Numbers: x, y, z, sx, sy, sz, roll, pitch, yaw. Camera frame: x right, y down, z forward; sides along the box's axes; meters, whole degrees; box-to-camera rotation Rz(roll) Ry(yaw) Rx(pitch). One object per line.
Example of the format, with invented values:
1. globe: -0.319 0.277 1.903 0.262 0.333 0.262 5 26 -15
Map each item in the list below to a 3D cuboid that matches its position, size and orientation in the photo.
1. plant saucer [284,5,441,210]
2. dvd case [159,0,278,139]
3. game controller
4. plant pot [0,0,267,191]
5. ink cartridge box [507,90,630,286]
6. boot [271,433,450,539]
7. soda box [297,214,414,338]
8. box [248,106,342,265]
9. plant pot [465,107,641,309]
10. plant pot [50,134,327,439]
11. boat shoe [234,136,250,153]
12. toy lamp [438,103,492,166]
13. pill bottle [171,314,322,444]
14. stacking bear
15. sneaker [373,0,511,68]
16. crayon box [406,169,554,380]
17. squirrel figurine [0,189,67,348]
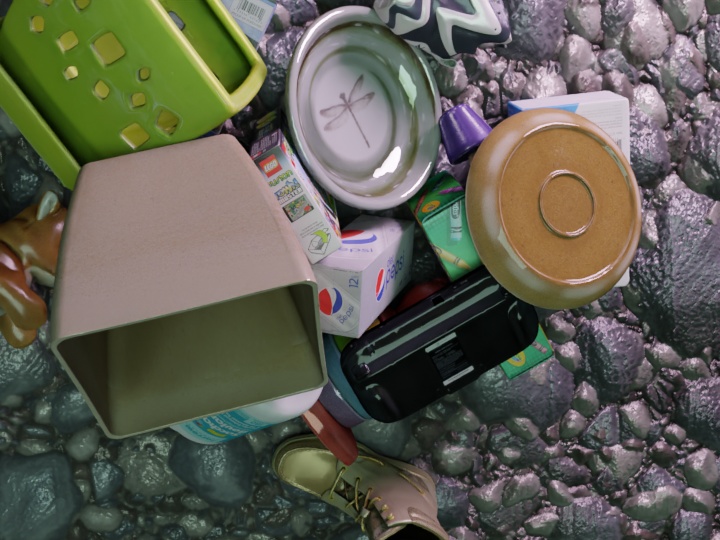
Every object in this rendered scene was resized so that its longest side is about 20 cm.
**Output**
1. plant saucer: -0.004 -0.158 1.033 0.199 0.050 0.202 3 85 -39
2. dvd case: -0.187 -0.213 1.042 0.142 0.018 0.201 24 103 -12
3. game controller: 0.081 0.074 1.027 0.199 0.042 0.105 -29 123 1
4. plant pot: -0.221 -0.192 0.936 0.181 0.200 0.200 -33 105 14
5. ink cartridge box: 0.222 -0.082 1.101 0.115 0.068 0.202 -6 107 -4
6. boot: 0.001 0.255 1.133 0.199 0.156 0.073 21 104 -12
7. soda box: 0.000 0.000 1.030 0.063 0.200 0.069 8 108 15
8. box: -0.064 -0.087 0.998 0.035 0.200 0.110 -30 108 6
9. plant pot: 0.197 -0.063 1.009 0.198 0.027 0.202 3 83 -20
10. plant pot: -0.148 0.004 0.873 0.198 0.178 0.200 -13 152 -6
11. boat shoe: -0.094 -0.043 1.043 0.072 0.065 0.201 -24 83 -16
12. toy lamp: 0.141 -0.076 1.053 0.058 0.058 0.201 -27 84 2
13. pill bottle: -0.131 0.112 1.043 0.111 0.111 0.200 44 141 -16
14. stacking bear: 0.025 0.089 1.092 0.199 0.122 0.114 -37 130 6
15. sneaker: 0.122 -0.289 1.027 0.129 0.079 0.199 41 88 -27
16. crayon box: 0.123 0.003 1.090 0.058 0.119 0.201 -29 108 3
17. squirrel figurine: -0.374 -0.017 1.005 0.200 0.142 0.187 44 67 4
